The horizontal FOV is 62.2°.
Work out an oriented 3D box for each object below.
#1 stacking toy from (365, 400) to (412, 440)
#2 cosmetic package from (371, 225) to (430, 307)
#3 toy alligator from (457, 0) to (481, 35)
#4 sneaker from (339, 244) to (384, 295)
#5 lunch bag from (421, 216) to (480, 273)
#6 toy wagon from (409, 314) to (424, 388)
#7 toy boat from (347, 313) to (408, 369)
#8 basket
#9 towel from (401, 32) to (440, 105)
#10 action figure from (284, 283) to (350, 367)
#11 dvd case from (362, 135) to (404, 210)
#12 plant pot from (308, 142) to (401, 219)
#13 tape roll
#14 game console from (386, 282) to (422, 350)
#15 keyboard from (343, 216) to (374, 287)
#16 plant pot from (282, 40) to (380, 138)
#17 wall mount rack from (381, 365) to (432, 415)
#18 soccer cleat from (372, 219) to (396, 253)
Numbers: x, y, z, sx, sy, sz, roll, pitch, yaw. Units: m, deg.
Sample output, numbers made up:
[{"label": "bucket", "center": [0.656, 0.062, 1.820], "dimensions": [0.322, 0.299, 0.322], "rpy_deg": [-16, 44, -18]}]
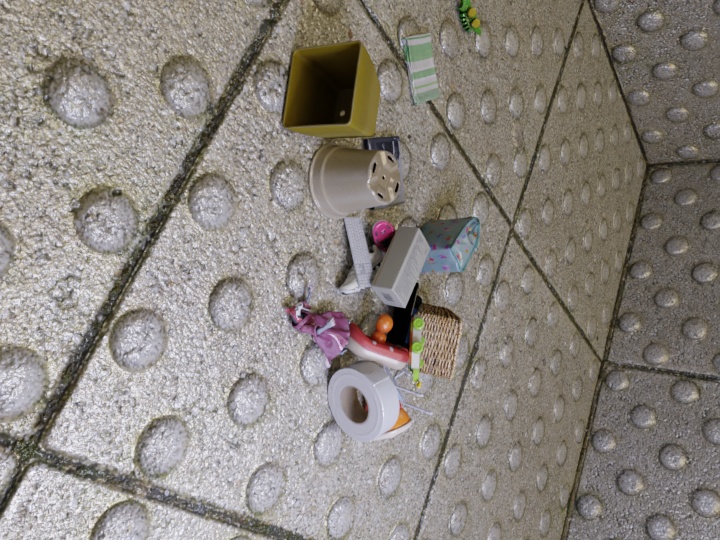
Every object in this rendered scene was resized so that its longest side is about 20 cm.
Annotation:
[{"label": "stacking toy", "center": [0.056, 0.377, 1.731], "dimensions": [0.145, 0.145, 0.203], "rpy_deg": [-15, 85, -47]}, {"label": "cosmetic package", "center": [0.114, -0.011, 1.653], "dimensions": [0.104, 0.072, 0.202], "rpy_deg": [53, 54, -47]}, {"label": "toy alligator", "center": [0.355, -0.879, 2.022], "dimensions": [0.054, 0.060, 0.201], "rpy_deg": [-31, 125, 3]}, {"label": "sneaker", "center": [0.000, 0.000, 1.663], "dimensions": [0.200, 0.075, 0.082], "rpy_deg": [-41, 108, -42]}, {"label": "lunch bag", "center": [0.276, -0.092, 1.890], "dimensions": [0.123, 0.169, 0.201], "rpy_deg": [58, 48, -30]}, {"label": "toy wagon", "center": [0.159, 0.230, 1.688], "dimensions": [0.156, 0.039, 0.203], "rpy_deg": [76, 18, -64]}, {"label": "toy boat", "center": [0.048, 0.182, 1.638], "dimensions": [0.198, 0.130, 0.132], "rpy_deg": [21, 89, -18]}, {"label": "basket", "center": [0.239, 0.215, 1.848], "dimensions": [0.143, 0.147, 0.203], "rpy_deg": [-38, 136, -71]}, {"label": "towel", "center": [0.195, -0.634, 1.872], "dimensions": [0.152, 0.023, 0.203], "rpy_deg": [-32, 116, -44]}, {"label": "action figure", "center": [-0.120, 0.137, 1.530], "dimensions": [0.199, 0.135, 0.149], "rpy_deg": [25, 117, -34]}, {"label": "dvd case", "center": [0.072, -0.288, 1.751], "dimensions": [0.149, 0.024, 0.203], "rpy_deg": [-18, 106, -47]}, {"label": "plant pot", "center": [-0.003, -0.236, 1.548], "dimensions": [0.199, 0.182, 0.204], "rpy_deg": [-5, 96, -48]}, {"label": "tape roll", "center": [0.006, 0.345, 1.585], "dimensions": [0.070, 0.201, 0.206], "rpy_deg": [-15, 104, -46]}, {"label": "game console", "center": [0.155, 0.156, 1.809], "dimensions": [0.175, 0.115, 0.203], "rpy_deg": [31, 70, -45]}, {"label": "keyboard", "center": [-0.002, -0.052, 1.633], "dimensions": [0.056, 0.011, 0.203], "rpy_deg": [-2, 73, -39]}, {"label": "plant pot", "center": [-0.052, -0.425, 1.484], "dimensions": [0.176, 0.198, 0.203], "rpy_deg": [16, 81, -59]}, {"label": "wall mount rack", "center": [0.132, 0.342, 1.750], "dimensions": [0.074, 0.175, 0.201], "rpy_deg": [-28, 137, 1]}, {"label": "soccer cleat", "center": [0.080, -0.089, 1.740], "dimensions": [0.069, 0.087, 0.200], "rpy_deg": [-32, 134, 6]}]
